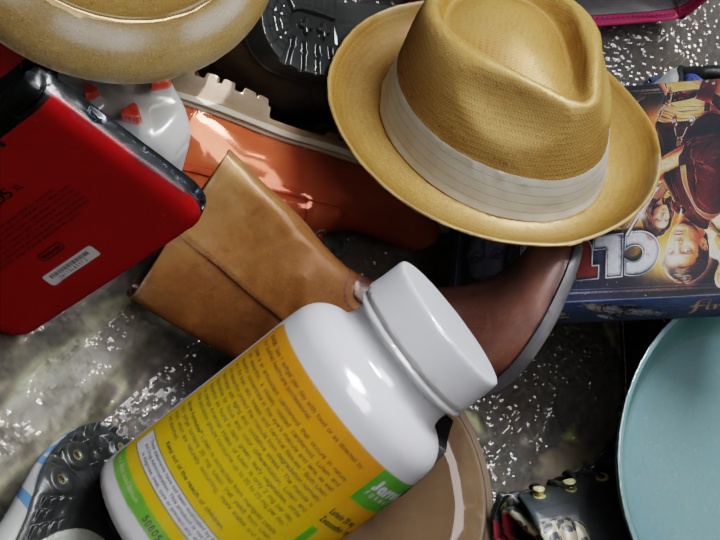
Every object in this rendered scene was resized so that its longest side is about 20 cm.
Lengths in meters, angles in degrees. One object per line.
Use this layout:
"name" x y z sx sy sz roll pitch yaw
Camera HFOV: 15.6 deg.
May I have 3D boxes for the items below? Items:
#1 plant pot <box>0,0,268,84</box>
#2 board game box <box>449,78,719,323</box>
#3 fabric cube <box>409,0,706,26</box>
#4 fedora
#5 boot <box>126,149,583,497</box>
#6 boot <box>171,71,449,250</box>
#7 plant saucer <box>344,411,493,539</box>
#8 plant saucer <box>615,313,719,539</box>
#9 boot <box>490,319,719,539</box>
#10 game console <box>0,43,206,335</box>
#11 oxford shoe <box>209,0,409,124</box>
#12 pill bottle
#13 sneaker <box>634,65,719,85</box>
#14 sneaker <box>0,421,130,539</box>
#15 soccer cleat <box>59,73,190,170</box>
"plant pot" -0.129 -0.190 1.321 0.199 0.027 0.201 10 64 -20
"board game box" 0.153 -0.039 1.506 0.035 0.199 0.136 45 47 -58
"fabric cube" 0.130 -0.272 1.565 0.199 0.196 0.200 -7 74 -24
"fedora" 0.081 -0.103 1.447 0.200 0.082 0.201 8 45 -8
"boot" 0.000 0.000 1.454 0.200 0.188 0.069 40 22 -8
"boot" -0.045 -0.035 1.515 0.200 0.075 0.108 21 82 -18
"plant saucer" -0.011 0.131 1.503 0.199 0.029 0.201 6 75 -21
"plant saucer" 0.218 0.112 1.524 0.199 0.036 0.201 4 83 -32
"boot" 0.149 0.110 1.546 0.153 0.073 0.204 -8 84 -30
"game console" -0.181 -0.081 1.393 0.172 0.200 0.119 37 51 -20
"oxford shoe" -0.008 -0.116 1.546 0.200 0.084 0.073 22 62 -38
"pill bottle" -0.030 0.088 1.389 0.200 0.111 0.111 -38 94 9
"sneaker" 0.163 -0.070 1.581 0.199 0.115 0.081 -39 92 -27
"sneaker" -0.179 0.162 1.404 0.072 0.072 0.200 46 48 -24
"soccer cleat" -0.180 -0.106 1.455 0.200 0.078 0.069 31 58 20
